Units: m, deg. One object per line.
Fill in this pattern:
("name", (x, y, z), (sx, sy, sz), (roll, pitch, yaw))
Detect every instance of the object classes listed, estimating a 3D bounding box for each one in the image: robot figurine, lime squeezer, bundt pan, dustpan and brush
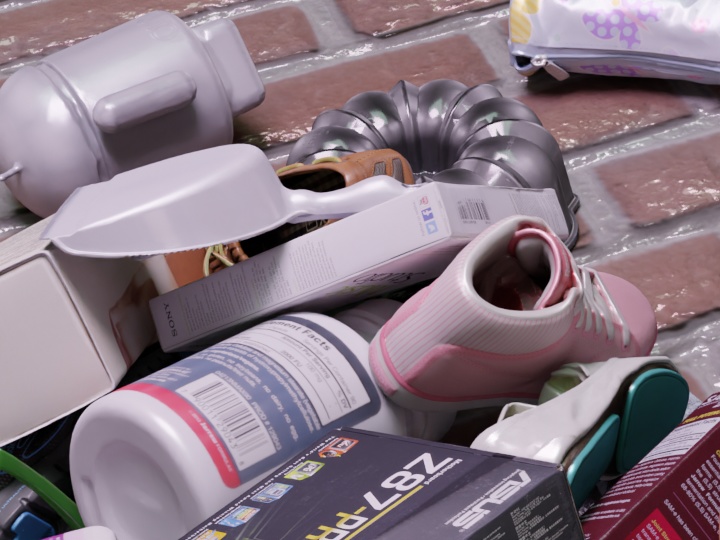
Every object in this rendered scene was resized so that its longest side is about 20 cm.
("robot figurine", (-0.166, -0.103, 1.439), (0.200, 0.113, 0.170), (-27, 2, -22))
("lime squeezer", (-0.123, 0.125, 1.178), (0.200, 0.071, 0.038), (-1, -3, -41))
("bundt pan", (0.040, -0.056, 1.365), (0.202, 0.076, 0.202), (-6, 38, 4))
("dustpan and brush", (-0.063, -0.037, 1.162), (0.200, 0.057, 0.140), (-17, 13, 7))

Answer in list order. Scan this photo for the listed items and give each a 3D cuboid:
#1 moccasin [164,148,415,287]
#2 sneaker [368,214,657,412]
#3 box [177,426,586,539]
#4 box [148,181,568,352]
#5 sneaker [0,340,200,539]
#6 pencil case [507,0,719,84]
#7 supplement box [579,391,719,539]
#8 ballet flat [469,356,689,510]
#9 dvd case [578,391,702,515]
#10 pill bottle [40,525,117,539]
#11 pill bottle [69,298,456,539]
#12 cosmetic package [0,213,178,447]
("moccasin", (-0.057, -0.022, 1.286), (0.078, 0.074, 0.201), (1, -12, -44))
("sneaker", (0.107, 0.020, 1.146), (0.200, 0.105, 0.075), (-7, 58, -39))
("box", (-0.021, 0.146, 0.974), (0.200, 0.049, 0.161), (-32, 25, -34))
("box", (0.000, 0.000, 1.206), (0.200, 0.036, 0.144), (-21, -10, 30))
("sneaker", (-0.165, 0.096, 1.215), (0.082, 0.073, 0.200), (17, 43, 36))
("pencil case", (0.202, -0.170, 1.468), (0.200, 0.083, 0.091), (5, 33, 17))
("supplement box", (0.149, 0.155, 1.011), (0.200, 0.109, 0.061), (-39, 4, -22))
("ballet flat", (0.111, 0.077, 1.092), (0.069, 0.070, 0.200), (11, 15, 25))
("dvd case", (0.159, 0.132, 1.138), (0.146, 0.022, 0.200), (-26, 39, -20))
("pill bottle", (-0.205, 0.204, 1.049), (0.200, 0.112, 0.112), (-16, 38, -7))
("pill bottle", (-0.045, 0.090, 1.146), (0.120, 0.120, 0.200), (25, 35, 37))
("cosmetic package", (-0.179, 0.024, 1.219), (0.103, 0.087, 0.200), (-25, 9, 12))
